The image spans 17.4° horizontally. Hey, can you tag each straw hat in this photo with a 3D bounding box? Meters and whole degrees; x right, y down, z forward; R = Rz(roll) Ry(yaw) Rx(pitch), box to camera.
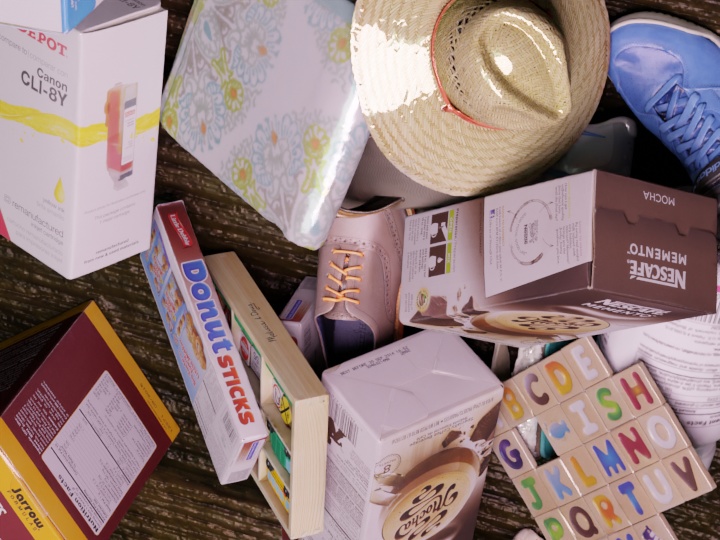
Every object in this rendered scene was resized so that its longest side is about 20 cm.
[{"bbox_3d":[0.093,-0.134,1.517,0.200,0.085,0.203,-6,107,-22],"label":"straw hat"}]

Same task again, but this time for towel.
[{"bbox_3d":[-0.056,-0.136,1.623,0.200,0.048,0.172,41,120,41],"label":"towel"}]

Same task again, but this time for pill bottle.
[{"bbox_3d":[0.223,0.052,1.661,0.113,0.114,0.201,18,122,9],"label":"pill bottle"}]

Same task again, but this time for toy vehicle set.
[{"bbox_3d":[-0.073,0.090,1.746,0.026,0.200,0.125,-10,124,-20],"label":"toy vehicle set"}]

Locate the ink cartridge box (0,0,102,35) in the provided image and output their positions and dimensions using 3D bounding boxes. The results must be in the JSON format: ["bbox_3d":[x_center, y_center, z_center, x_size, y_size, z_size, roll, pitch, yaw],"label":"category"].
[{"bbox_3d":[-0.194,-0.266,1.576,0.083,0.200,0.146,10,121,16],"label":"ink cartridge box"}]

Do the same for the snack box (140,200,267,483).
[{"bbox_3d":[-0.118,0.052,1.742,0.072,0.024,0.201,116,138,-56],"label":"snack box"}]

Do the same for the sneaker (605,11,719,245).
[{"bbox_3d":[0.236,-0.086,1.580,0.200,0.111,0.077,41,123,-6],"label":"sneaker"}]

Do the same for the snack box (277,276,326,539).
[{"bbox_3d":[-0.042,0.109,1.807,0.024,0.072,0.201,8,120,15],"label":"snack box"}]

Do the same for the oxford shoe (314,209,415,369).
[{"bbox_3d":[0.000,0.000,1.731,0.071,0.073,0.201,4,117,16],"label":"oxford shoe"}]

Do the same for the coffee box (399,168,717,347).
[{"bbox_3d":[0.130,-0.004,1.569,0.112,0.080,0.199,12,165,-34],"label":"coffee box"}]

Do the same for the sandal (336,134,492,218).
[{"bbox_3d":[0.001,-0.064,1.636,0.199,0.055,0.082,6,120,37],"label":"sandal"}]

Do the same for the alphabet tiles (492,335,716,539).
[{"bbox_3d":[0.168,0.137,1.674,0.168,0.008,0.200,59,146,3],"label":"alphabet tiles"}]

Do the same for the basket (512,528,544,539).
[{"bbox_3d":[0.104,0.314,1.830,0.123,0.135,0.200,43,123,8],"label":"basket"}]

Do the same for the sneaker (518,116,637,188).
[{"bbox_3d":[0.104,-0.100,1.655,0.199,0.075,0.087,17,89,17],"label":"sneaker"}]

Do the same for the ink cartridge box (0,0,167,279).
[{"bbox_3d":[-0.221,-0.119,1.706,0.145,0.083,0.201,31,128,34],"label":"ink cartridge box"}]

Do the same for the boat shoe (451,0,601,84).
[{"bbox_3d":[0.065,-0.171,1.621,0.199,0.084,0.069,-17,116,9],"label":"boat shoe"}]

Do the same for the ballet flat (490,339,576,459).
[{"bbox_3d":[0.128,0.052,1.723,0.071,0.072,0.201,17,123,9],"label":"ballet flat"}]

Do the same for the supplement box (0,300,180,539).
[{"bbox_3d":[-0.283,0.157,1.841,0.196,0.200,0.133,-24,108,28],"label":"supplement box"}]

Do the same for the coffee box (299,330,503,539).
[{"bbox_3d":[0.027,0.150,1.745,0.080,0.112,0.201,48,146,34],"label":"coffee box"}]
